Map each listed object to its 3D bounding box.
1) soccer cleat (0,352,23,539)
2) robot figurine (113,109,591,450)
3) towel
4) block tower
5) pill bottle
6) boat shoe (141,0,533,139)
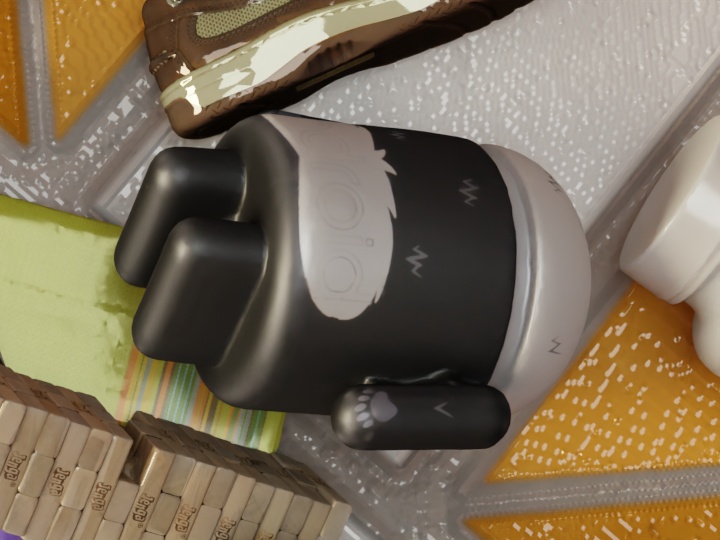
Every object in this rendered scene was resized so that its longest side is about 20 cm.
[{"bbox_3d":[-0.182,0.029,1.024,0.068,0.073,0.202,-14,96,-6],"label":"soccer cleat"},{"bbox_3d":[0.000,0.002,1.039,0.198,0.125,0.152,5,82,-26],"label":"robot figurine"},{"bbox_3d":[-0.123,0.020,1.084,0.198,0.018,0.087,15,80,-8],"label":"towel"},{"bbox_3d":[-0.103,0.087,1.020,0.199,0.054,0.058,19,99,-30],"label":"block tower"},{"bbox_3d":[0.217,0.020,1.090,0.199,0.111,0.111,34,82,-6],"label":"pill bottle"},{"bbox_3d":[-0.001,-0.130,1.086,0.201,0.075,0.075,-22,84,-10],"label":"boat shoe"}]
